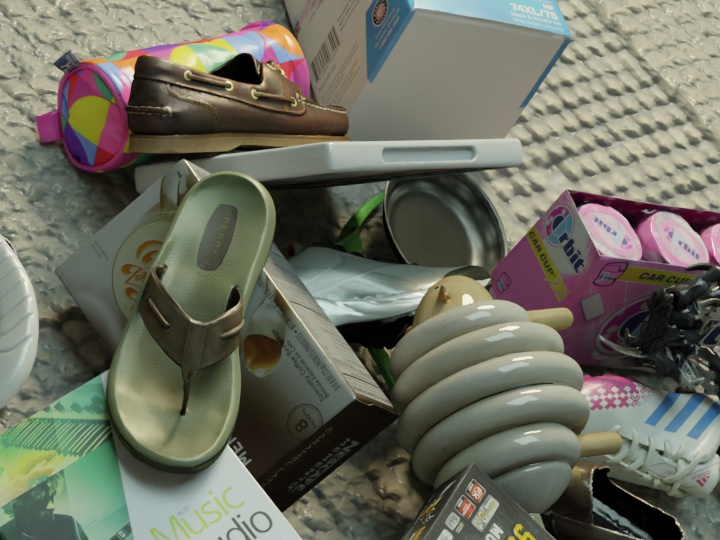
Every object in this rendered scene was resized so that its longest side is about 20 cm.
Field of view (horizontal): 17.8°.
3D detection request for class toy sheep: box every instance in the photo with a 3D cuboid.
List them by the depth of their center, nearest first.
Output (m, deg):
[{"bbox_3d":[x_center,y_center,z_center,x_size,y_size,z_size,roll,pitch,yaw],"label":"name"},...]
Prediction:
[{"bbox_3d":[0.087,0.091,1.456,0.138,0.138,0.200,-2,57,-36],"label":"toy sheep"}]

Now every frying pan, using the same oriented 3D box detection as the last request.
[{"bbox_3d":[0.064,0.005,1.664,0.115,0.031,0.190,13,58,-35],"label":"frying pan"}]

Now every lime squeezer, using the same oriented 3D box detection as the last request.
[{"bbox_3d":[0.000,0.000,1.621,0.071,0.038,0.200,16,41,-21],"label":"lime squeezer"}]

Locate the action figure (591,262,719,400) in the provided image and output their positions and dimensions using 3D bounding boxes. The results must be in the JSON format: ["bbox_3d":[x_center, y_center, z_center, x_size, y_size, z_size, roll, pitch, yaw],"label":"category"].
[{"bbox_3d":[0.267,0.038,1.600,0.200,0.119,0.102,-26,62,-11],"label":"action figure"}]

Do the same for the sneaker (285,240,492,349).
[{"bbox_3d":[-0.004,0.012,1.541,0.200,0.074,0.079,-6,68,-22],"label":"sneaker"}]

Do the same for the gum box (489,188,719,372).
[{"bbox_3d":[0.200,0.012,1.672,0.200,0.114,0.066,7,46,-39],"label":"gum box"}]

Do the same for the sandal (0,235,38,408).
[{"bbox_3d":[-0.244,0.009,1.428,0.203,0.082,0.050,64,5,34],"label":"sandal"}]

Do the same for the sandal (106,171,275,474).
[{"bbox_3d":[-0.101,0.024,1.357,0.080,0.057,0.201,11,65,-1],"label":"sandal"}]

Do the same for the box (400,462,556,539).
[{"bbox_3d":[0.070,0.233,1.336,0.158,0.048,0.200,44,44,-4],"label":"box"}]

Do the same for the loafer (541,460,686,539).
[{"bbox_3d":[0.136,0.145,1.539,0.200,0.071,0.073,31,39,-3],"label":"loafer"}]

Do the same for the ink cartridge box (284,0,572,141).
[{"bbox_3d":[0.043,-0.210,1.780,0.146,0.147,0.200,7,47,-29],"label":"ink cartridge box"}]

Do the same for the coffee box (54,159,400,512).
[{"bbox_3d":[-0.085,0.045,1.441,0.200,0.114,0.080,54,10,22],"label":"coffee box"}]

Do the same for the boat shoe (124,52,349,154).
[{"bbox_3d":[-0.078,-0.114,1.564,0.200,0.070,0.070,-3,94,-52],"label":"boat shoe"}]

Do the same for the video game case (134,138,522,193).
[{"bbox_3d":[-0.023,-0.072,1.565,0.182,0.200,0.023,-4,90,-44],"label":"video game case"}]

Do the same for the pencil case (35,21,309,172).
[{"bbox_3d":[-0.128,-0.125,1.625,0.200,0.088,0.088,-16,60,-44],"label":"pencil case"}]

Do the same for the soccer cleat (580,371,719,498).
[{"bbox_3d":[0.203,0.121,1.608,0.200,0.070,0.086,3,40,-35],"label":"soccer cleat"}]

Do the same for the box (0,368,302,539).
[{"bbox_3d":[-0.125,0.156,1.333,0.144,0.036,0.200,-32,68,-23],"label":"box"}]
